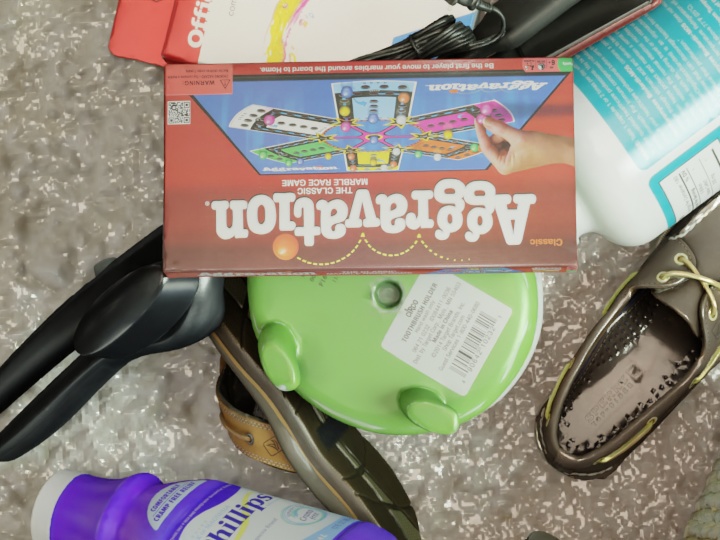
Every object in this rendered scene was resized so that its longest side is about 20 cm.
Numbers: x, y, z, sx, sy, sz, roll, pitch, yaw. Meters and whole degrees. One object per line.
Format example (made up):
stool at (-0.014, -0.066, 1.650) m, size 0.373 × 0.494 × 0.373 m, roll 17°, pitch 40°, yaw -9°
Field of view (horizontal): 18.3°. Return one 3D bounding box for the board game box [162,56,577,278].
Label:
board game box at (0.004, -0.049, 1.074) m, size 0.198 × 0.019 × 0.104 m, roll -1°, pitch 81°, yaw 2°

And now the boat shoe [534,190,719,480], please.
boat shoe at (0.165, 0.026, 1.180) m, size 0.072 × 0.060 × 0.200 m, roll 40°, pitch 89°, yaw 6°

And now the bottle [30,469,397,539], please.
bottle at (-0.078, 0.148, 1.155) m, size 0.199 × 0.083 × 0.066 m, roll 13°, pitch 122°, yaw 28°

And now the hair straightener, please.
hair straightener at (0.051, -0.122, 1.128) m, size 0.199 × 0.077 × 0.041 m, roll -26°, pitch 43°, yaw 13°

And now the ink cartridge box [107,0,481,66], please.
ink cartridge box at (-0.034, -0.152, 1.201) m, size 0.198 × 0.067 × 0.117 m, roll 13°, pitch 88°, yaw 4°

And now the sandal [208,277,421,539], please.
sandal at (-0.039, 0.082, 1.190) m, size 0.054 × 0.082 × 0.201 m, roll -34°, pitch 91°, yaw 22°

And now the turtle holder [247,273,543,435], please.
turtle holder at (0.003, 0.011, 1.153) m, size 0.184 × 0.132 × 0.142 m, roll 0°, pitch 92°, yaw 10°

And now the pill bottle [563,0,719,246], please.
pill bottle at (0.158, -0.089, 1.164) m, size 0.199 × 0.111 × 0.111 m, roll -36°, pitch 84°, yaw 0°

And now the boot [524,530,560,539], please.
boot at (0.055, 0.245, 1.059) m, size 0.199 × 0.064 × 0.187 m, roll -32°, pitch 78°, yaw 28°

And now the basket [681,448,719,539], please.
basket at (0.256, 0.152, 1.097) m, size 0.197 × 0.200 × 0.162 m, roll 22°, pitch 85°, yaw 5°

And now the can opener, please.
can opener at (-0.142, 0.035, 1.164) m, size 0.200 × 0.078 × 0.064 m, roll -35°, pitch 62°, yaw 37°
